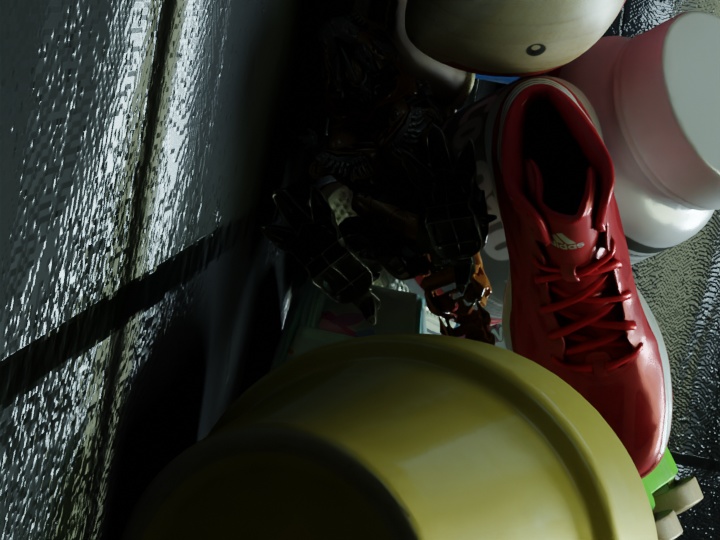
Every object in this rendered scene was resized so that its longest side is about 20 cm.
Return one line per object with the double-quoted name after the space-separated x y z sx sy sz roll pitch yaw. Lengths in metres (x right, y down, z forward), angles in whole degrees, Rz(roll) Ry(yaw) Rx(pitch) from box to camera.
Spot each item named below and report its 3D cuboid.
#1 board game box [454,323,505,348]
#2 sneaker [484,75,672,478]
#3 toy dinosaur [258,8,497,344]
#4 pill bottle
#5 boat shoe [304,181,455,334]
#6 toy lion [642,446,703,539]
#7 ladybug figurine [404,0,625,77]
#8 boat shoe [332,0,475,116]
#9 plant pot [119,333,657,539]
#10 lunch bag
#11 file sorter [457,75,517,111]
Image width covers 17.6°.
0.058 0.033 1.462 0.148 0.064 0.201 89 -16 -86 "board game box"
0.094 0.008 1.075 0.116 0.078 0.201 -16 88 -82 "sneaker"
0.030 -0.030 1.115 0.102 0.200 0.136 -44 175 13 "toy dinosaur"
0.113 -0.053 1.205 0.200 0.114 0.114 -27 -142 43 "pill bottle"
0.000 0.000 1.293 0.200 0.062 0.075 32 54 -69 "boat shoe"
0.102 0.153 1.395 0.069 0.191 0.200 65 14 2 "toy lion"
0.084 -0.149 1.128 0.136 0.072 0.200 -44 -166 16 "ladybug figurine"
0.026 -0.117 1.251 0.202 0.075 0.075 64 37 -82 "boat shoe"
0.000 0.124 0.909 0.189 0.200 0.201 4 97 -69 "plant pot"
-0.023 0.114 1.184 0.160 0.077 0.201 104 1 -70 "lunch bag"
0.083 -0.175 1.428 0.139 0.122 0.201 47 54 -83 "file sorter"
